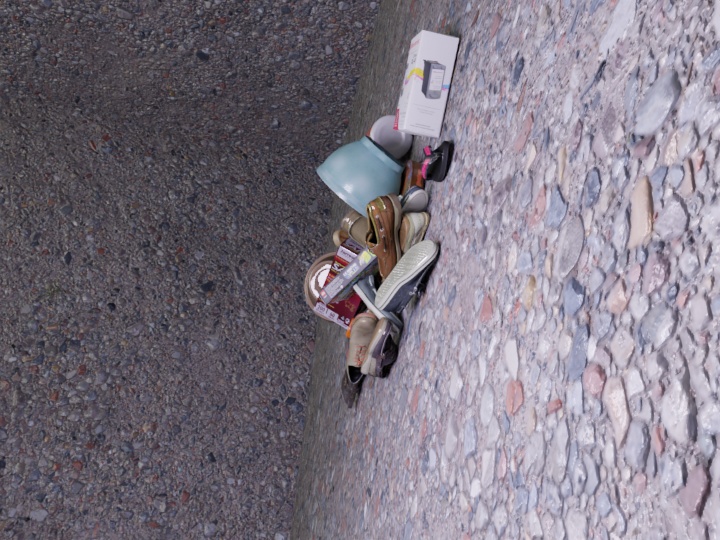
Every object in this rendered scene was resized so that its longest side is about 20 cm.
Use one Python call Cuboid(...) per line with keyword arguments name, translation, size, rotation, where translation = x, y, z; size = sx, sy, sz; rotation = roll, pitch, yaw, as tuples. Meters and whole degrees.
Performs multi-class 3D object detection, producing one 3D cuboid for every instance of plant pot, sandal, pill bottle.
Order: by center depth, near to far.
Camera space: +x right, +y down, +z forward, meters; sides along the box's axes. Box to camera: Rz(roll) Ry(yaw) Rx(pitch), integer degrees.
Cuboid(name="sandal", translation=(0.137, -0.213, 1.323), size=(0.200, 0.044, 0.076), rotation=(-168, 88, -83))
Cuboid(name="plant pot", translation=(0.016, -0.221, 1.528), size=(0.135, 0.199, 0.201), rotation=(-51, 15, 13))
Cuboid(name="pill bottle", translation=(0.067, -0.341, 1.768), size=(0.200, 0.110, 0.114), rotation=(-155, 75, -82))
Cuboid(name="plant pot", translation=(-0.073, 0.042, 1.837), size=(0.175, 0.197, 0.203), rotation=(33, -114, -80))

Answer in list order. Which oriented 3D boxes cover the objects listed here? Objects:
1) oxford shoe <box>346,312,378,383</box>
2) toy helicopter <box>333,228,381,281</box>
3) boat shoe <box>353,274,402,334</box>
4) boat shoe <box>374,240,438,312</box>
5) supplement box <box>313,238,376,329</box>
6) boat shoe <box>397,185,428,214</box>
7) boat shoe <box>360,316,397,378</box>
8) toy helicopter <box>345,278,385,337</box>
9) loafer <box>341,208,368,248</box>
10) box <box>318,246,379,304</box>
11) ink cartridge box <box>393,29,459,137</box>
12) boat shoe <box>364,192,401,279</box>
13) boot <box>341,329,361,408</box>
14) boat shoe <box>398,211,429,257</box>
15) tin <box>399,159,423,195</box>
Cuboid(name="oxford shoe", translation=(0.006, 0.180, 1.520), size=(0.075, 0.069, 0.202), rotation=(-85, 2, -46))
Cuboid(name="toy helicopter", translation=(-0.003, -0.035, 1.734), size=(0.078, 0.201, 0.133), rotation=(-11, 39, 39))
Cuboid(name="boat shoe", translation=(0.048, 0.068, 1.472), size=(0.062, 0.073, 0.200), rotation=(-40, 34, -3))
Cuboid(name="boat shoe", translation=(0.098, 0.015, 1.274), size=(0.200, 0.062, 0.075), rotation=(-53, 19, 41))
Cuboid(name="supplement box", translation=(-0.032, 0.035, 1.671), size=(0.202, 0.108, 0.061), rotation=(-67, -11, 27))
Cuboid(name="boat shoe", translation=(0.093, -0.125, 1.416), size=(0.201, 0.074, 0.062), rotation=(100, 147, -64))
Cuboid(name="boat shoe", translation=(0.048, 0.169, 1.422), size=(0.201, 0.064, 0.072), rotation=(106, -173, -51))
Cuboid(name="toy helicopter", translation=(0.040, 0.080, 1.613), size=(0.132, 0.078, 0.202), rotation=(-61, -5, -69))
Cuboid(name="loafer", translation=(0.031, -0.086, 1.584), size=(0.076, 0.199, 0.067), rotation=(-52, 51, 8))
Cuboid(name="box", translation=(0.000, 0.000, 1.546), size=(0.200, 0.035, 0.110), rotation=(-43, -15, 27))
Cuboid(name="ink cartridge box", translation=(0.137, -0.391, 1.417), size=(0.148, 0.084, 0.203), rotation=(-117, 36, -78))
Cuboid(name="boat shoe", translation=(0.040, -0.063, 1.351), size=(0.072, 0.067, 0.202), rotation=(-131, 30, -49))
Cuboid(name="boot", translation=(-0.022, 0.250, 1.822), size=(0.202, 0.068, 0.175), rotation=(-90, 13, -45))
Cuboid(name="boat shoe", translation=(0.098, -0.051, 1.402), size=(0.201, 0.062, 0.074), rotation=(109, 143, -61))
Cuboid(name="tin", translation=(0.107, -0.174, 1.530), size=(0.200, 0.041, 0.114), rotation=(121, 162, -70))
